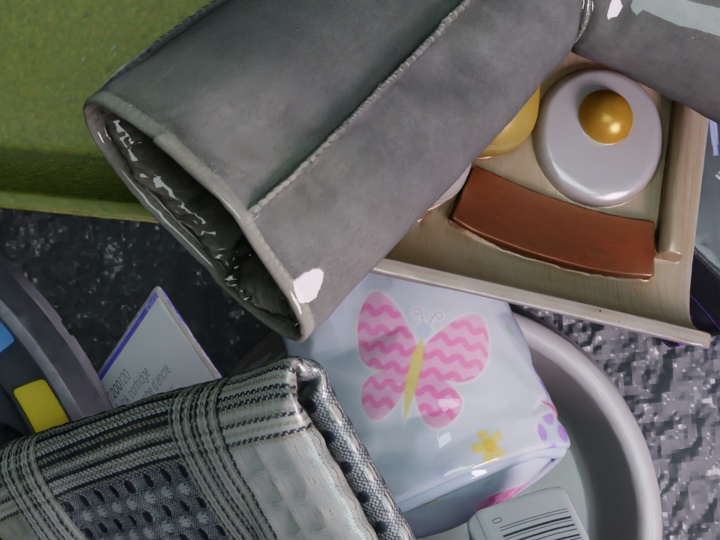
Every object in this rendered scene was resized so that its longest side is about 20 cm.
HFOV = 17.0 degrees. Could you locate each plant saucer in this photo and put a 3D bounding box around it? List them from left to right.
[{"bbox_3d":[-0.081,-0.114,0.855,0.199,0.048,0.201,6,82,29],"label":"plant saucer"}]

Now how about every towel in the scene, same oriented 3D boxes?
[{"bbox_3d":[-0.032,0.131,0.769,0.035,0.192,0.201,-39,104,-40],"label":"towel"}]

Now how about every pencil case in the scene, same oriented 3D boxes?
[{"bbox_3d":[0.000,0.000,0.883,0.090,0.083,0.201,-26,75,5],"label":"pencil case"}]

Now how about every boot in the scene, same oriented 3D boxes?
[{"bbox_3d":[0.041,-0.051,0.753,0.182,0.073,0.200,38,57,9],"label":"boot"}]

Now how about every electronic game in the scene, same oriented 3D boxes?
[{"bbox_3d":[-0.156,0.051,0.872,0.200,0.200,0.042,50,53,-1],"label":"electronic game"}]

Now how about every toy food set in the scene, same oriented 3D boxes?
[{"bbox_3d":[0.063,-0.081,0.834,0.143,0.060,0.201,12,73,-9],"label":"toy food set"}]

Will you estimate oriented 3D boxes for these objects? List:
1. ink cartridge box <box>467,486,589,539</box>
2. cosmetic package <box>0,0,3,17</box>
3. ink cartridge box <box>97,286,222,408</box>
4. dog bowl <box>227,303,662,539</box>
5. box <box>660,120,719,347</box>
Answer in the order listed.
[{"bbox_3d":[0.093,0.209,0.820,0.043,0.201,0.197,-18,47,-7],"label":"ink cartridge box"},{"bbox_3d":[-0.224,-0.116,0.933,0.199,0.071,0.106,10,83,-6],"label":"cosmetic package"},{"bbox_3d":[-0.043,0.128,0.868,0.043,0.198,0.201,-23,73,-36],"label":"ink cartridge box"},{"bbox_3d":[0.028,0.101,0.952,0.199,0.059,0.201,1,84,-7],"label":"dog bowl"},{"bbox_3d":[0.101,-0.079,0.943,0.200,0.122,0.106,44,79,-2],"label":"box"}]
